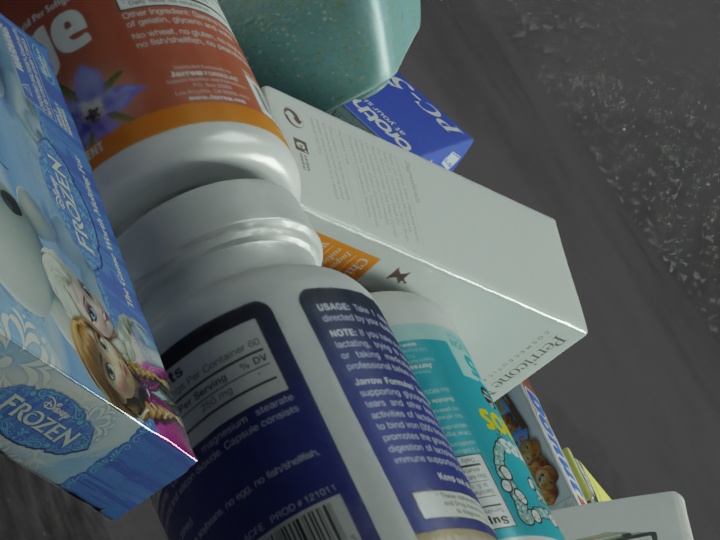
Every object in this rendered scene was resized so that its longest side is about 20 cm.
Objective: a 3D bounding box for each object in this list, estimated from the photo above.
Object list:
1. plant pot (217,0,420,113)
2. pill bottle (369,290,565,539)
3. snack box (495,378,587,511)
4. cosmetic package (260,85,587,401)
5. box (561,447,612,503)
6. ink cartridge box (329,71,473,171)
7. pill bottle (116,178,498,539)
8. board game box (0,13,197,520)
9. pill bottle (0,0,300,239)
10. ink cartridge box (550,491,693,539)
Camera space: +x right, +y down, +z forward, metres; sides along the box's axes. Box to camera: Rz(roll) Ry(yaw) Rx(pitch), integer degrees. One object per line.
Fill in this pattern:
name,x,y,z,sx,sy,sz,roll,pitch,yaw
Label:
plant pot,-0.072,-0.164,1.370,0.201,0.195,0.196,61,15,-12
pill bottle,0.027,0.116,1.228,0.111,0.110,0.201,40,21,-58
snack box,0.082,0.122,1.570,0.024,0.072,0.201,43,18,-48
cosmetic package,0.000,0.000,1.307,0.199,0.101,0.072,22,41,-41
box,0.147,0.193,1.660,0.200,0.075,0.050,49,13,-35
ink cartridge box,-0.039,-0.113,1.506,0.200,0.044,0.094,42,24,12
pill bottle,-0.027,0.070,1.095,0.116,0.115,0.201,39,21,-59
board game box,-0.149,-0.038,0.928,0.199,0.043,0.201,37,24,-51
pill bottle,-0.110,-0.089,1.198,0.112,0.112,0.201,41,19,-56
ink cartridge box,0.139,0.215,1.402,0.200,0.083,0.147,-84,165,-75
